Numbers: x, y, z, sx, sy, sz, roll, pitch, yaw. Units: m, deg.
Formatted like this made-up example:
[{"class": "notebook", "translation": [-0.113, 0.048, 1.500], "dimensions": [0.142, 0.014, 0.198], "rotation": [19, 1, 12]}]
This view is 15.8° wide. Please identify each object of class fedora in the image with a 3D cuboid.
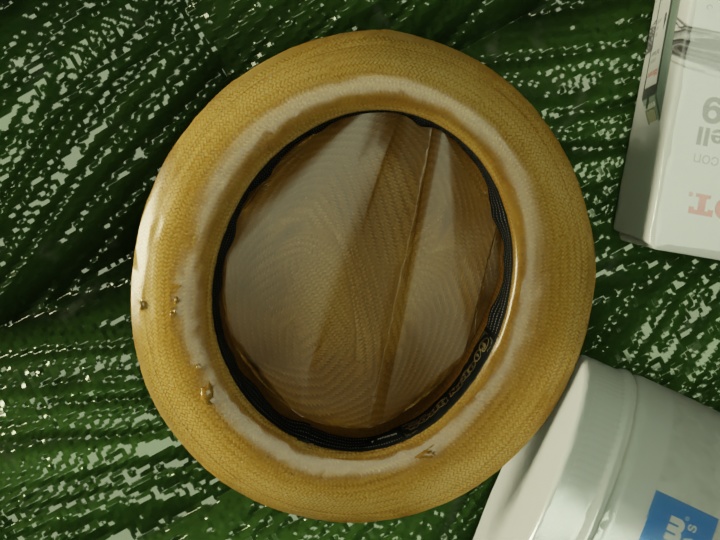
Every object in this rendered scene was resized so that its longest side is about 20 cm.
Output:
[{"class": "fedora", "translation": [0.000, 0.000, 1.065], "dimensions": [0.199, 0.082, 0.202], "rotation": [0, 100, -2]}]

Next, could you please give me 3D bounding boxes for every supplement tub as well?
[{"class": "supplement tub", "translation": [0.153, 0.132, 1.060], "dimensions": [0.199, 0.132, 0.133], "rotation": [24, 93, -6]}]

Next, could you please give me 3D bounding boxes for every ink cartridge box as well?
[{"class": "ink cartridge box", "translation": [0.197, -0.096, 1.066], "dimensions": [0.145, 0.084, 0.202], "rotation": [9, 94, -5]}]
